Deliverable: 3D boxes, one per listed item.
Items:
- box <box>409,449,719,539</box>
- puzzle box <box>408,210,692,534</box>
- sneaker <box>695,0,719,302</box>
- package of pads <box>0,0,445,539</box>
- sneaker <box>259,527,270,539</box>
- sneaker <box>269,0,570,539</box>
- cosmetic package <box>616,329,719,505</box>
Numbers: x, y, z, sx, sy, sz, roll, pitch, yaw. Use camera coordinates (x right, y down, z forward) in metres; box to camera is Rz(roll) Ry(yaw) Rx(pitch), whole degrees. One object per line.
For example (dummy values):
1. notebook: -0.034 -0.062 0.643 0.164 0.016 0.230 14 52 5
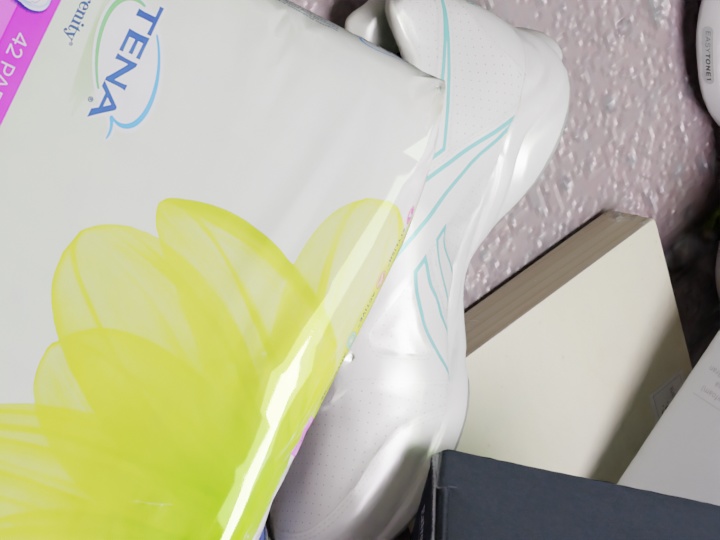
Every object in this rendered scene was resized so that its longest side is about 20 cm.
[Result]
1. box: 0.050 0.183 0.786 0.148 0.107 0.200 -83 -175 -53
2. puzzle box: 0.080 0.095 0.942 0.133 0.025 0.200 -34 121 -32
3. sneaker: 0.184 -0.027 0.957 0.075 0.100 0.200 -36 123 -37
4. package of pads: -0.079 0.006 0.705 0.154 0.068 0.200 25 82 -10
5. sneaker: -0.083 0.141 0.775 0.078 0.075 0.200 41 74 -44
6. sneaker: 0.000 0.000 0.825 0.080 0.070 0.200 26 75 -36
7. cosmetic package: 0.155 0.086 0.913 0.101 0.071 0.200 33 91 -42
